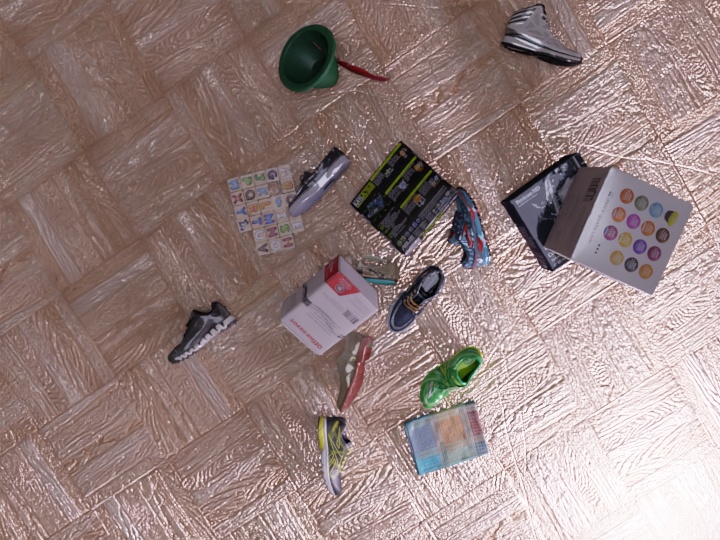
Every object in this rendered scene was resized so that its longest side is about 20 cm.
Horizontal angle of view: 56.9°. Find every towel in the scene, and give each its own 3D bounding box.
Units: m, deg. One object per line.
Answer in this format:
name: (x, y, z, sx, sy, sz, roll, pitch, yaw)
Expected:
towel: (0.218, 0.429, 1.695, 0.195, 0.022, 0.150, -18, 96, 3)

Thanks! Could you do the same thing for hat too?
hat: (-0.076, -0.473, 1.612, 0.199, 0.175, 0.168, 39, 99, 35)

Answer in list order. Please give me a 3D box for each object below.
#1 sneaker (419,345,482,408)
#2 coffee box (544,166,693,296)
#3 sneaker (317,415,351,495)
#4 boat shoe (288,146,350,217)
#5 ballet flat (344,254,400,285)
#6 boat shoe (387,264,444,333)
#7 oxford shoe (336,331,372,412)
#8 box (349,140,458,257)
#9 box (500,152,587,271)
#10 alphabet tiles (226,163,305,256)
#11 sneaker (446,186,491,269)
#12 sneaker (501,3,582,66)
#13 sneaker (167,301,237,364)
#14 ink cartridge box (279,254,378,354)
sneaker: (0.222, 0.264, 1.647, 0.200, 0.084, 0.074, -44, 94, 5)
coffee box: (0.545, -0.090, 1.425, 0.194, 0.200, 0.204, 23, 97, -4)
sneaker: (-0.059, 0.467, 1.677, 0.082, 0.074, 0.206, -8, 96, 1)
boat shoe: (-0.112, -0.220, 1.616, 0.200, 0.070, 0.066, -45, 76, 8)
ballet flat: (0.000, 0.000, 1.639, 0.194, 0.068, 0.078, -2, 76, 2)
boat shoe: (0.132, 0.073, 1.625, 0.070, 0.091, 0.202, 36, 96, -3)
oxford shoe: (-0.029, 0.253, 1.668, 0.072, 0.071, 0.205, 19, 93, 20)
box: (0.104, -0.172, 1.600, 0.193, 0.047, 0.201, 42, 96, 17)
box: (0.475, -0.139, 1.584, 0.198, 0.124, 0.199, -34, 92, 4)
alphabet tiles: (-0.231, -0.146, 1.652, 0.162, 0.008, 0.206, -13, 95, 2)
sneaker: (0.251, -0.099, 1.613, 0.093, 0.079, 0.205, -18, 95, 5)
sneaker: (0.441, -0.560, 1.563, 0.195, 0.076, 0.118, 18, 98, 2)
sneaker: (-0.409, 0.149, 1.659, 0.198, 0.066, 0.091, -36, 91, 1)
ink cartridge box: (-0.076, 0.084, 1.591, 0.198, 0.084, 0.147, -37, 116, 19)
